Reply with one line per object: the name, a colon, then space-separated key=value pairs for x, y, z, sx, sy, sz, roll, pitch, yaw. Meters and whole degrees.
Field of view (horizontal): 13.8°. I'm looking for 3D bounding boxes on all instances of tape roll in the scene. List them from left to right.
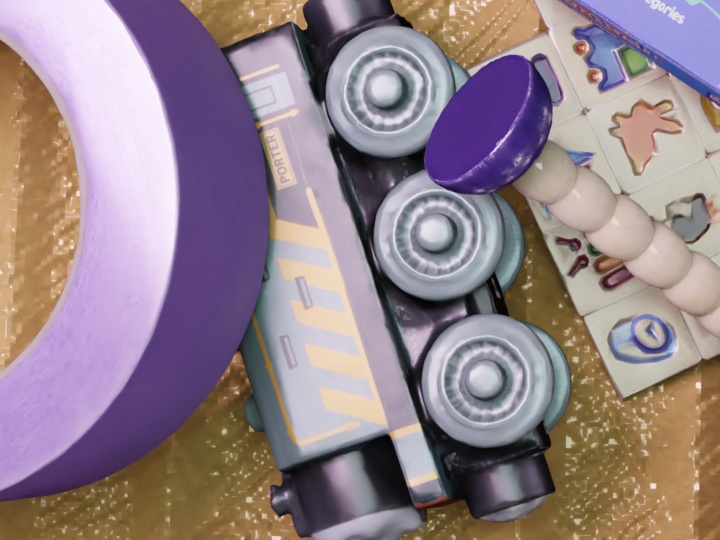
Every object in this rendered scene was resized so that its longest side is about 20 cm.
tape roll: x=-0.138 y=-0.020 z=1.010 sx=0.200 sy=0.085 sz=0.200 roll=-1 pitch=88 yaw=18

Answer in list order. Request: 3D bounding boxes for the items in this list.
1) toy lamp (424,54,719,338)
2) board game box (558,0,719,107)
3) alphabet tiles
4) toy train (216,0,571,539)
toy lamp: x=0.110 y=0.001 z=1.020 sx=0.200 sy=0.058 sz=0.058 roll=37 pitch=82 yaw=-25
board game box: x=0.130 y=-0.177 z=1.051 sx=0.152 sy=0.045 sz=0.200 roll=33 pitch=91 yaw=5
alphabet tiles: x=0.126 y=-0.079 z=1.077 sx=0.167 sy=0.008 sz=0.200 roll=-25 pitch=87 yaw=2
toy train: x=0.000 y=0.000 z=1.047 sx=0.114 sy=0.085 sz=0.200 roll=-19 pitch=85 yaw=9
